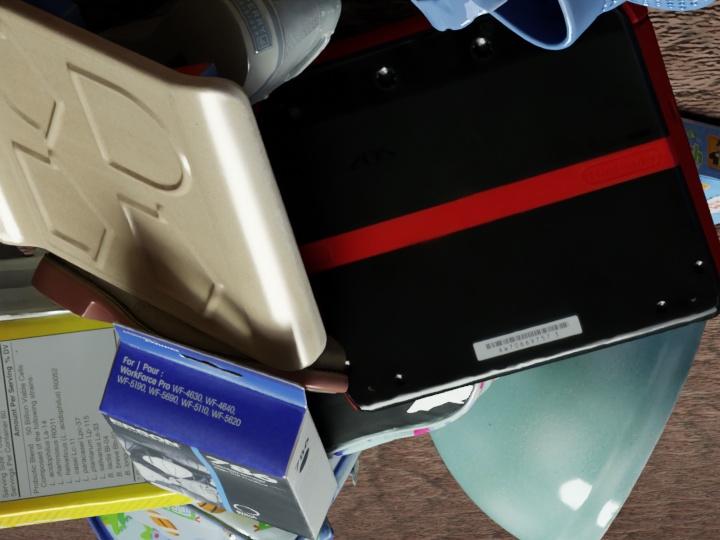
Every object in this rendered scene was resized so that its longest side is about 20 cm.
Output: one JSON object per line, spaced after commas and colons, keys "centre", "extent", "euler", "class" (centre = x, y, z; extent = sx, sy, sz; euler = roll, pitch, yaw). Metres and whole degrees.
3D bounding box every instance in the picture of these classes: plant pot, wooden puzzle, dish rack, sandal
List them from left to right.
{"centre": [-0.109, -0.055, 1.334], "extent": [0.200, 0.046, 0.186], "euler": [21, 147, 32], "class": "wooden puzzle"}
{"centre": [-0.129, -0.003, 1.638], "extent": [0.199, 0.044, 0.171], "euler": [-7, -179, -28], "class": "dish rack"}
{"centre": [0.112, 0.064, 1.789], "extent": [0.134, 0.201, 0.200], "euler": [27, 161, -3], "class": "plant pot"}
{"centre": [0.080, -0.132, 1.231], "extent": [0.200, 0.087, 0.079], "euler": [9, 159, -40], "class": "sandal"}

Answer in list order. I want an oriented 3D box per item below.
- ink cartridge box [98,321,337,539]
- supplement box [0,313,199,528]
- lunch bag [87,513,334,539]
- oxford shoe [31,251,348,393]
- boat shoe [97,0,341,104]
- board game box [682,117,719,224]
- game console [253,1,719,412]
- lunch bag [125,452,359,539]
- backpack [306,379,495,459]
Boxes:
{"centre": [-0.069, 0.082, 1.415], "extent": [0.099, 0.039, 0.200], "euler": [19, 165, 10], "class": "ink cartridge box"}
{"centre": [-0.135, 0.080, 1.648], "extent": [0.199, 0.109, 0.110], "euler": [-6, 172, -11], "class": "supplement box"}
{"centre": [-0.128, 0.122, 1.887], "extent": [0.127, 0.200, 0.170], "euler": [-34, 170, 5], "class": "lunch bag"}
{"centre": [-0.081, 0.006, 1.424], "extent": [0.200, 0.075, 0.070], "euler": [23, -175, 34], "class": "oxford shoe"}
{"centre": [-0.066, -0.098, 1.355], "extent": [0.071, 0.070, 0.201], "euler": [-23, -179, -27], "class": "boat shoe"}
{"centre": [0.119, -0.052, 1.607], "extent": [0.200, 0.037, 0.151], "euler": [11, 160, -37], "class": "board game box"}
{"centre": [0.059, -0.038, 1.380], "extent": [0.199, 0.177, 0.031], "euler": [-16, -168, 17], "class": "game console"}
{"centre": [-0.089, 0.082, 1.762], "extent": [0.200, 0.161, 0.076], "euler": [30, 157, -2], "class": "lunch bag"}
{"centre": [0.000, 0.000, 1.499], "extent": [0.200, 0.178, 0.150], "euler": [-14, -166, 44], "class": "backpack"}
